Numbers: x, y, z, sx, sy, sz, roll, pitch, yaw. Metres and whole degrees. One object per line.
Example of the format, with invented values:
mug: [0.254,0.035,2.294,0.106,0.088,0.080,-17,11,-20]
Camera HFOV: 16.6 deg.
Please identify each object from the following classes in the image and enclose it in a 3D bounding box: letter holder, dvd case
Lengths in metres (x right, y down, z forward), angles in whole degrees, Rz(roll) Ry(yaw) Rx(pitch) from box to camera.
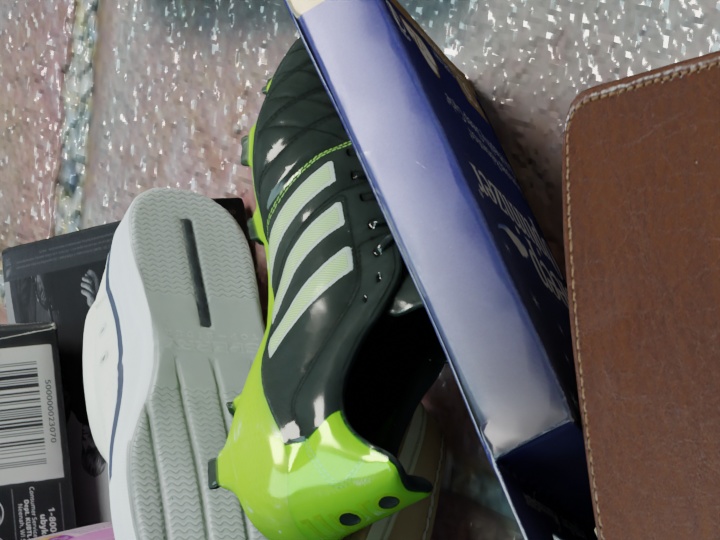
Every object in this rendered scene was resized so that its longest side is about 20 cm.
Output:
letter holder: [0.109,0.046,0.709,0.142,0.100,0.202,-12,83,51]
dvd case: [-0.088,0.081,0.995,0.150,0.025,0.202,-10,85,49]

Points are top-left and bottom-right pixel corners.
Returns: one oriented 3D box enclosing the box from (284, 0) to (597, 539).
box: [0.043,0.007,0.771,0.032,0.121,0.201,-27,68,11]

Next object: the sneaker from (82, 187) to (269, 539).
sneaker: [-0.060,0.063,0.876,0.201,0.072,0.071,-97,22,-44]

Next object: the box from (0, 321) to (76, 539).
box: [-0.205,0.089,1.045,0.200,0.105,0.123,-8,86,61]

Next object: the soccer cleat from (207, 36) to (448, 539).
soccer cleat: [0.000,0.000,0.832,0.081,0.067,0.201,-17,53,30]

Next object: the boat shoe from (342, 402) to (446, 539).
boat shoe: [-0.011,0.139,0.854,0.074,0.066,0.201,-2,60,54]

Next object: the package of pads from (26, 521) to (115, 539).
package of pads: [-0.135,0.163,0.888,0.075,0.199,0.121,-14,86,42]
